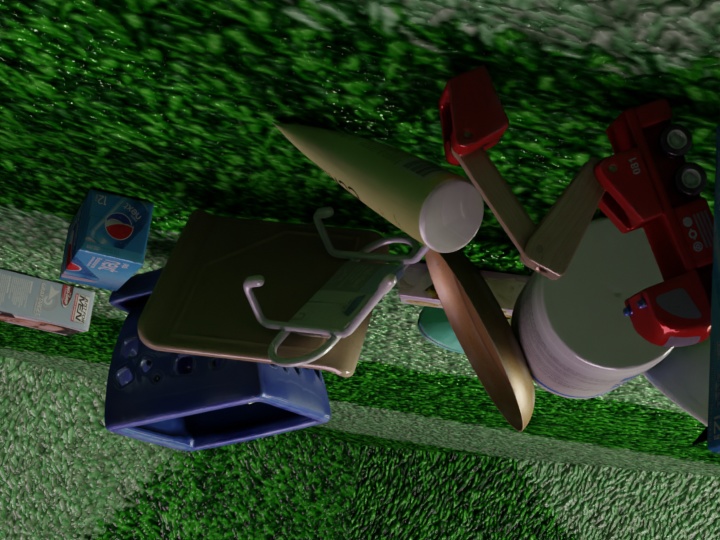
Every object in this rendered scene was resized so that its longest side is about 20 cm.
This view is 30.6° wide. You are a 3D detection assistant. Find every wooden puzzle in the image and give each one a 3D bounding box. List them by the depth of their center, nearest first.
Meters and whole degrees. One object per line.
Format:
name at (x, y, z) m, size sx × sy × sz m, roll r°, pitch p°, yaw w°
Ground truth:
wooden puzzle at (-0.085, 0.021, 1.219) m, size 0.198 × 0.186 × 0.038 m, roll 9°, pitch 133°, yaw 8°

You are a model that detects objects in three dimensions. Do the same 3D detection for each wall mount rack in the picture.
wall mount rack at (0.000, 0.000, 1.133) m, size 0.172 × 0.200 × 0.075 m, roll 2°, pitch 125°, yaw 38°

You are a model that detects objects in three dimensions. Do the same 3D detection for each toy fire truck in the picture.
toy fire truck at (0.141, -0.039, 0.813) m, size 0.140 × 0.202 × 0.049 m, roll -18°, pitch 172°, yaw -8°

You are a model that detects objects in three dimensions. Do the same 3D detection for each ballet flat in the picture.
ballet flat at (0.159, 0.064, 1.517) m, size 0.198 × 0.068 × 0.070 m, roll 16°, pitch 142°, yaw -32°

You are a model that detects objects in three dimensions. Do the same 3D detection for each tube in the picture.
tube at (0.012, -0.067, 0.920) m, size 0.200 × 0.052 × 0.058 m, roll 35°, pitch 154°, yaw 53°

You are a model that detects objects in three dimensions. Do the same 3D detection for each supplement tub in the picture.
supplement tub at (0.205, 0.038, 1.158) m, size 0.130 × 0.134 × 0.200 m, roll 9°, pitch 169°, yaw 1°

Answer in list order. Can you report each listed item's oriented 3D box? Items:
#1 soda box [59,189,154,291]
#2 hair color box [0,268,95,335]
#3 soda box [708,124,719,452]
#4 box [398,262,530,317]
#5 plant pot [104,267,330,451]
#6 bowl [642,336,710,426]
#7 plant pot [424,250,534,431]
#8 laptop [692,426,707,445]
soda box at (-0.267, -0.028, 1.371) m, size 0.067 × 0.065 × 0.200 m, roll 12°, pitch 167°, yaw -16°
hair color box at (-0.489, 0.040, 1.870) m, size 0.198 × 0.061 × 0.099 m, roll 15°, pitch 167°, yaw -30°
soda box at (0.245, 0.005, 0.750) m, size 0.067 × 0.202 × 0.064 m, roll 13°, pitch 160°, yaw -17°
box at (0.138, 0.024, 1.367) m, size 0.198 × 0.039 × 0.041 m, roll 8°, pitch 169°, yaw 8°
plant pot at (-0.166, 0.092, 1.501) m, size 0.198 × 0.182 × 0.200 m, roll -14°, pitch 161°, yaw 18°
bowl at (0.359, 0.106, 1.182) m, size 0.200 × 0.091 × 0.201 m, roll 31°, pitch -171°, yaw -6°
plant pot at (0.117, 0.058, 1.261) m, size 0.027 × 0.202 × 0.200 m, roll -26°, pitch 169°, yaw -4°
laptop at (0.501, 0.150, 1.498) m, size 0.197 × 0.117 × 0.187 m, roll 9°, pitch 169°, yaw 2°
